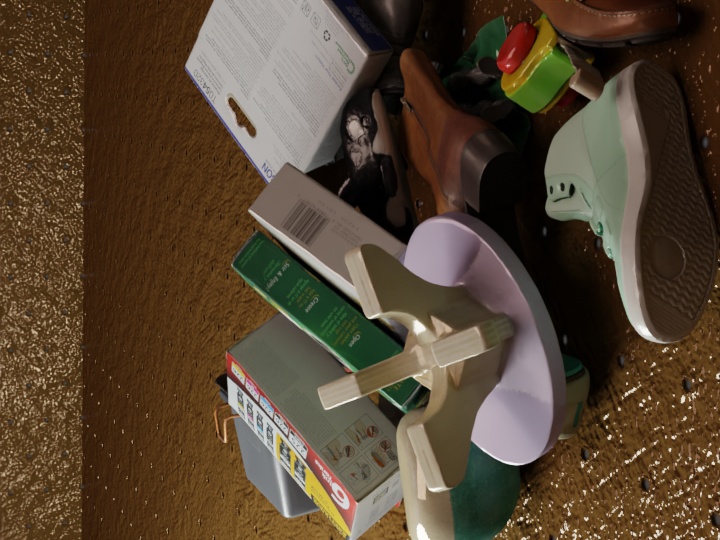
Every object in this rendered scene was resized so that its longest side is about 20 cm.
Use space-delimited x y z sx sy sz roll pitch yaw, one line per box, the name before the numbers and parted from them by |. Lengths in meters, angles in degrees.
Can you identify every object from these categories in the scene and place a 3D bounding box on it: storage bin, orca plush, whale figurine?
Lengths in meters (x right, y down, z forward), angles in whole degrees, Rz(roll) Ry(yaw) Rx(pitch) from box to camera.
storage bin | -0.093 0.201 1.545 0.200 0.144 0.136 -158 58 -66
orca plush | 0.011 -0.065 1.211 0.106 0.070 0.201 -88 -20 -54
whale figurine | 0.089 0.192 1.168 0.200 0.102 0.161 80 -178 -67

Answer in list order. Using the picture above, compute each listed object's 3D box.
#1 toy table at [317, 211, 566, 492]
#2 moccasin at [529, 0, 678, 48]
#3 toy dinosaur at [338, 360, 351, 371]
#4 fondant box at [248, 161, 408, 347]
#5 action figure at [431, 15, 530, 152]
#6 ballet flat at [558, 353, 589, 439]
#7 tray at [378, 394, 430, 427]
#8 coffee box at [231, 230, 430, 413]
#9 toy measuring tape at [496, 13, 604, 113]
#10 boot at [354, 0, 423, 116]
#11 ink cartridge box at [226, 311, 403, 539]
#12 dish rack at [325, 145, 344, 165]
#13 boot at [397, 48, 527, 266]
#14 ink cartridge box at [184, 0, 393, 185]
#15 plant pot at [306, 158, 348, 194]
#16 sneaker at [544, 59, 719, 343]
toy table | 0.065 0.063 0.985 0.184 0.116 0.201 -40 74 44
moccasin | 0.171 -0.216 0.956 0.202 0.073 0.079 -112 20 -60
toy dinosaur | -0.015 0.081 1.350 0.182 0.104 0.201 85 162 -51
fondant box | 0.000 0.000 1.167 0.144 0.058 0.200 36 174 27
action figure | 0.085 -0.156 1.189 0.200 0.054 0.120 -176 83 -72
ballet flat | 0.125 0.087 1.094 0.200 0.069 0.070 -146 58 -62
tray | 0.053 0.086 1.314 0.107 0.022 0.203 -146 58 -62
coffee box | -0.021 0.051 1.180 0.199 0.044 0.123 39 175 12
toy measuring tape | 0.141 -0.143 0.982 0.200 0.073 0.074 -90 9 -66
boot | 0.017 -0.216 1.274 0.200 0.069 0.133 -144 59 -83
ink cartridge box | -0.043 0.166 1.323 0.200 0.084 0.176 47 158 19
dish rack | -0.029 -0.189 1.366 0.200 0.054 0.155 -117 16 -86
boot | 0.066 -0.065 1.114 0.200 0.068 0.190 -126 28 -52
ink cartridge box | -0.074 -0.203 1.255 0.197 0.043 0.201 54 136 21
plant pot | -0.060 -0.160 1.409 0.200 0.027 0.203 -12 -90 -72
sneaker | 0.183 -0.032 0.919 0.118 0.073 0.203 -38 47 55
